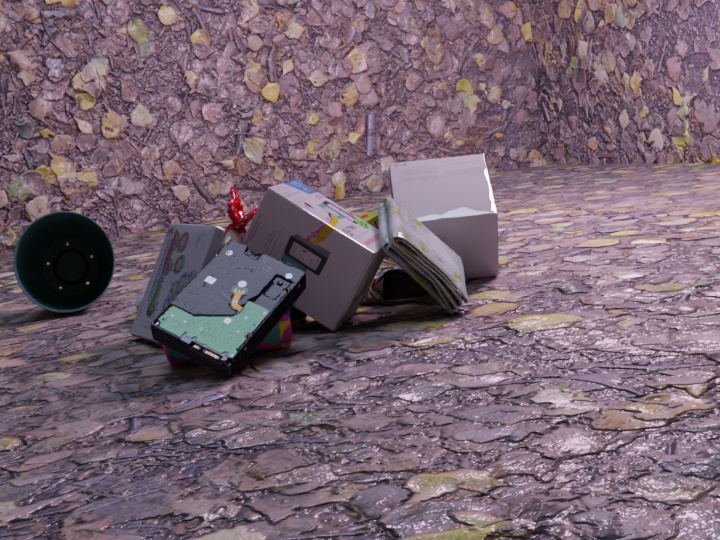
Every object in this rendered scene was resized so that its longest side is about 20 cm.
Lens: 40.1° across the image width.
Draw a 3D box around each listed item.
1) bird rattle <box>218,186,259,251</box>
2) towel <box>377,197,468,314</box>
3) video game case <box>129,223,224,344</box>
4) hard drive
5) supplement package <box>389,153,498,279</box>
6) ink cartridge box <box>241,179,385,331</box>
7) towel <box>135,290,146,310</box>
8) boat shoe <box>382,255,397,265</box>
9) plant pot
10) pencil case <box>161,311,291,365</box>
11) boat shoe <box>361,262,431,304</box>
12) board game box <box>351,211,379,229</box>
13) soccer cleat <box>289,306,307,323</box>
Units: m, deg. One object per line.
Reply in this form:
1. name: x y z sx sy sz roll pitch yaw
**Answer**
1. bird rattle: -0.220 -0.027 1.639 0.200 0.112 0.165 -40 25 46
2. towel: 0.101 -0.030 1.600 0.048 0.171 0.201 -42 17 15
3. video game case: -0.302 0.021 1.613 0.023 0.204 0.181 25 -11 -33
4. hard drive: -0.184 0.050 1.400 0.138 0.038 0.201 22 48 19
5. supplement package: 0.156 -0.098 1.866 0.187 0.149 0.202 -6 39 2
6. ink cartridge box: -0.074 -0.028 1.586 0.198 0.148 0.147 31 16 7
7. towel: -0.330 0.010 1.886 0.170 0.048 0.200 -38 3 10
8. boat shoe: 0.049 0.005 1.761 0.195 0.074 0.072 1 10 -1
9. plant pot: -0.607 -0.012 2.052 0.196 0.205 0.161 -9 -2 -12
10. pencil case: -0.195 0.083 1.451 0.196 0.090 0.088 -10 9 -12
11. boat shoe: 0.042 0.023 1.695 0.195 0.074 0.060 0 6 4
12. board game box: -0.032 -0.067 1.899 0.101 0.048 0.199 -30 14 -24
13. soccer cleat: -0.144 0.054 1.601 0.067 0.083 0.198 1 12 40
